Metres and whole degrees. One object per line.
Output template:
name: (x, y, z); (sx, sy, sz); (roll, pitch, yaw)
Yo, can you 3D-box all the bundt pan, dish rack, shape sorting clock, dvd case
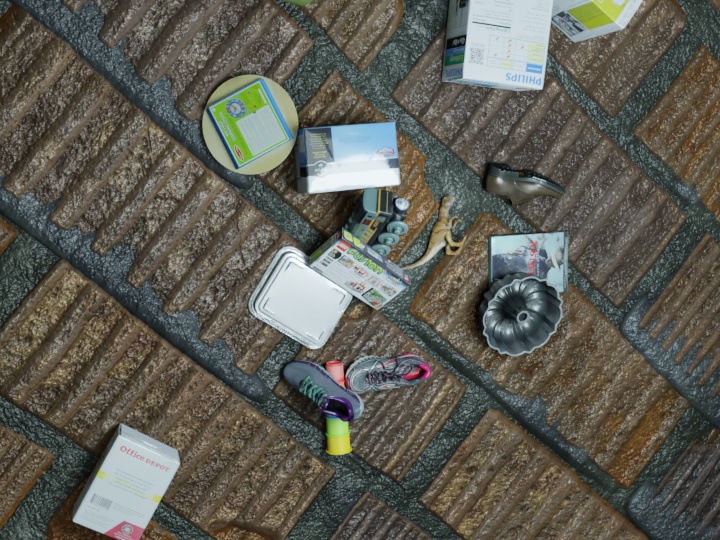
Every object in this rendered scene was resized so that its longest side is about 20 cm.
bundt pan: (0.359, 0.091, 1.881); (0.199, 0.076, 0.204); (-6, 115, -13)
dish rack: (-0.123, 0.064, 1.775); (0.199, 0.044, 0.173); (32, 88, -19)
shape sorting clock: (-0.225, -0.298, 1.675); (0.197, 0.039, 0.203); (0, 90, 0)
dvd case: (0.394, -0.015, 1.919); (0.197, 0.022, 0.148); (-4, 99, -16)

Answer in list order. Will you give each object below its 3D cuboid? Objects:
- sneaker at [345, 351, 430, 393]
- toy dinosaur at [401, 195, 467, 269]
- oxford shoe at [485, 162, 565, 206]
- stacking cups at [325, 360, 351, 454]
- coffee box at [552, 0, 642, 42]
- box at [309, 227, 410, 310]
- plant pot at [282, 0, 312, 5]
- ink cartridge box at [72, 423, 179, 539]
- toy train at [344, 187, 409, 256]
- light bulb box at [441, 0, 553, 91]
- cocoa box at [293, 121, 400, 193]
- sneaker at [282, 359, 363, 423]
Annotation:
sneaker: (0.061, 0.227, 1.829); (0.198, 0.075, 0.082); (-12, 101, -17)
toy dinosaur: (0.178, -0.067, 1.843); (0.105, 0.060, 0.202); (24, 86, 7)
oxford shoe: (0.373, -0.186, 1.871); (0.198, 0.073, 0.085); (10, 111, -14)
stacking cups: (-0.054, 0.305, 1.819); (0.060, 0.060, 0.203); (-6, 99, -15)
coffee box: (0.497, -0.645, 1.761); (0.197, 0.200, 0.201); (35, 88, -17)
box: (0.000, 0.000, 1.758); (0.199, 0.035, 0.110); (34, 124, -27)
plant pot: (-0.170, -0.612, 1.602); (0.188, 0.200, 0.202); (16, 94, -30)
ink cartridge box: (-0.486, 0.445, 1.708); (0.144, 0.083, 0.201); (30, 90, -18)
toy train: (0.030, -0.100, 1.725); (0.113, 0.200, 0.086); (13, 61, -14)
light bulb box: (0.293, -0.500, 1.765); (0.196, 0.125, 0.203); (4, 98, -17)
cocoa box: (-0.032, -0.235, 1.708); (0.197, 0.133, 0.133); (-7, 97, -14)
sneaker: (-0.086, 0.257, 1.755); (0.198, 0.087, 0.075); (27, 100, 11)
